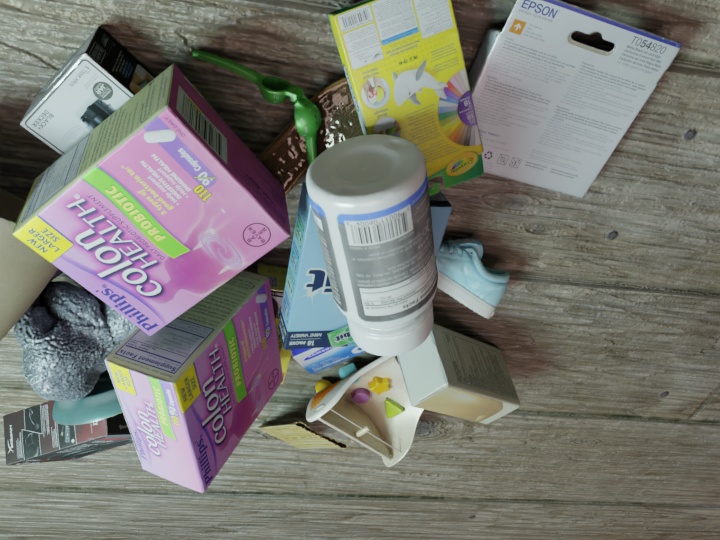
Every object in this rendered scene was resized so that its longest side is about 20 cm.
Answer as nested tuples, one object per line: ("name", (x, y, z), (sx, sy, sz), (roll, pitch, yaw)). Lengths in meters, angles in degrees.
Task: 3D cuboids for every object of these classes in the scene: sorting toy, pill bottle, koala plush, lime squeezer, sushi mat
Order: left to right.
("koala plush", (-0.313, 0.059, 0.797), (0.195, 0.186, 0.180), (-15, 135, -8))
("lime squeezer", (-0.083, -0.167, 0.650), (0.200, 0.038, 0.070), (48, 142, -16))
("sushi mat", (-0.100, 0.276, 1.046), (0.095, 0.012, 0.199), (32, 154, -16))
("pill bottle", (0.019, -0.018, 0.623), (0.111, 0.115, 0.203), (-9, 130, 3))
("sorting toy", (0.038, 0.195, 1.005), (0.179, 0.108, 0.199), (-38, 126, 19))

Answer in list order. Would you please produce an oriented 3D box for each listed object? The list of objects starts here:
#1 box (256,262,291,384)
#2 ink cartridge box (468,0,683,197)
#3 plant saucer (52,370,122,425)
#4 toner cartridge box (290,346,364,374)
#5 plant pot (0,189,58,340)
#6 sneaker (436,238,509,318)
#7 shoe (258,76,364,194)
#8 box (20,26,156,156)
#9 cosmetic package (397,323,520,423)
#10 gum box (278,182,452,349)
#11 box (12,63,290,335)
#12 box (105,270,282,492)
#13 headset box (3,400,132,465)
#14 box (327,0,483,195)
("box", (-0.128, 0.082, 0.905), (0.073, 0.051, 0.202), (8, 133, -14))
("ink cartridge box", (0.209, -0.188, 0.686), (0.195, 0.041, 0.202), (11, 131, -16))
("plant saucer", (-0.326, 0.144, 0.863), (0.195, 0.201, 0.028), (-14, 106, 8))
("toner cartridge box", (0.002, 0.078, 0.878), (0.196, 0.044, 0.095), (-23, 154, 3))
("plant pot", (-0.430, 0.014, 0.657), (0.185, 0.187, 0.203), (28, 89, -29))
("sneaker", (0.117, -0.018, 0.836), (0.198, 0.074, 0.083), (31, 95, -24))
("shoe", (-0.046, -0.152, 0.696), (0.198, 0.054, 0.070), (-33, 108, 19))
("box", (-0.238, -0.139, 0.676), (0.116, 0.061, 0.199), (-32, 128, 24))
("cosmetic package", (0.147, 0.157, 0.938), (0.071, 0.107, 0.198), (-36, 140, 29))
("gum box", (0.000, 0.000, 0.734), (0.166, 0.045, 0.204), (-1, 125, -21))
("box", (-0.201, -0.063, 0.633), (0.198, 0.098, 0.176), (-32, 128, 13))
("box", (-0.190, 0.124, 0.776), (0.095, 0.201, 0.179), (12, 127, 21))
("headset box", (-0.412, 0.235, 0.967), (0.196, 0.079, 0.149), (-17, 164, 11))
("box", (0.052, -0.173, 0.632), (0.115, 0.049, 0.204), (-19, 115, -2))
